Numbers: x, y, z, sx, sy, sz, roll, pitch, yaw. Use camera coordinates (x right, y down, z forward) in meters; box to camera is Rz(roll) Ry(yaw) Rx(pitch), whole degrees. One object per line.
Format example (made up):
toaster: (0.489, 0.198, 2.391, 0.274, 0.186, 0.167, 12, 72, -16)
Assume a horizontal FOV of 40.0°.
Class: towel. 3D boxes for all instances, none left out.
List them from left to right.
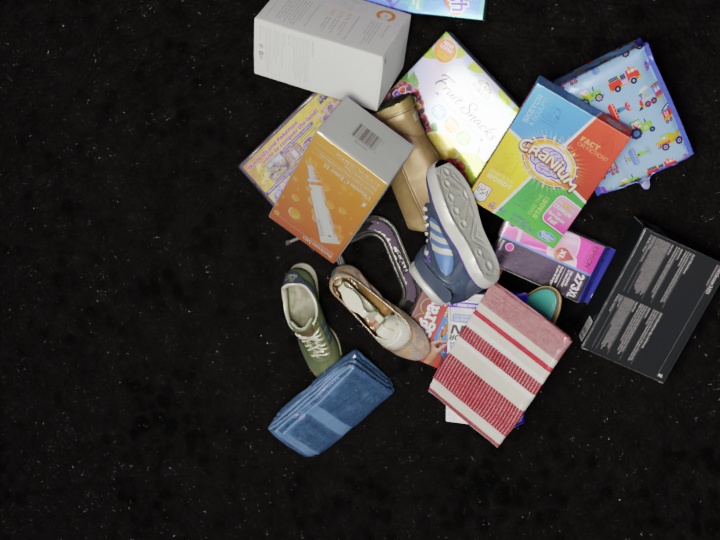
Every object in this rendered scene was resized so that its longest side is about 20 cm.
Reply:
towel: (-0.046, 0.225, 1.619, 0.200, 0.049, 0.111, -42, 119, 17)
towel: (0.201, 0.138, 1.448, 0.144, 0.023, 0.201, 38, 111, 22)

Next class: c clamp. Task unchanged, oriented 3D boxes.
c clamp: (0.000, 0.000, 1.591, 0.170, 0.027, 0.201, -28, 94, 11)

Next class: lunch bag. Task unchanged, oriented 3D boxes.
lunch bag: (0.379, -0.208, 1.429, 0.150, 0.094, 0.201, -24, 102, 16)

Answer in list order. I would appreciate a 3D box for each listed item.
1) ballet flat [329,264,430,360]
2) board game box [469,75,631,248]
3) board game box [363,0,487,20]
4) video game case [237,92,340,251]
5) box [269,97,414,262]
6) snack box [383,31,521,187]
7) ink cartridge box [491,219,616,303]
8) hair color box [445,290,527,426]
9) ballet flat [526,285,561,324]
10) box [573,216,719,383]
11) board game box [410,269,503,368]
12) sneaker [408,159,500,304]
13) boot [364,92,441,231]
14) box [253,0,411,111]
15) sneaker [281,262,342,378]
ballet flat: (0.024, 0.074, 1.545, 0.200, 0.067, 0.068, 41, 106, 4)
board game box: (0.266, -0.152, 1.412, 0.152, 0.040, 0.201, 30, 120, 0)
board game box: (0.094, -0.455, 1.456, 0.198, 0.045, 0.154, 8, 104, 11)
video game case: (-0.062, -0.164, 1.553, 0.200, 0.026, 0.181, -42, 91, 10)
box: (-0.030, -0.128, 1.435, 0.124, 0.098, 0.200, 35, 138, -1)
snack box: (0.152, -0.236, 1.487, 0.200, 0.053, 0.142, 46, 107, -1)
ink cartridge box: (0.300, -0.018, 1.503, 0.199, 0.037, 0.095, 23, 104, -1)
hair color box: (0.191, 0.132, 1.502, 0.108, 0.065, 0.202, 3, 97, 32)
ballet flat: (0.253, 0.104, 1.536, 0.069, 0.063, 0.201, 47, 117, 29)
box: (0.427, 0.043, 1.464, 0.140, 0.079, 0.201, 24, 106, -3)
board game box: (0.141, 0.058, 1.565, 0.102, 0.019, 0.201, 23, 106, -1)
sneaker: (0.108, -0.045, 1.454, 0.146, 0.080, 0.201, -24, 91, 43)
boot: (0.046, -0.147, 1.494, 0.174, 0.066, 0.201, -14, 112, 31)
box: (-0.042, -0.333, 1.454, 0.198, 0.125, 0.098, 19, 138, 11)
sneaker: (-0.085, 0.093, 1.593, 0.067, 0.090, 0.202, -13, 99, 14)
